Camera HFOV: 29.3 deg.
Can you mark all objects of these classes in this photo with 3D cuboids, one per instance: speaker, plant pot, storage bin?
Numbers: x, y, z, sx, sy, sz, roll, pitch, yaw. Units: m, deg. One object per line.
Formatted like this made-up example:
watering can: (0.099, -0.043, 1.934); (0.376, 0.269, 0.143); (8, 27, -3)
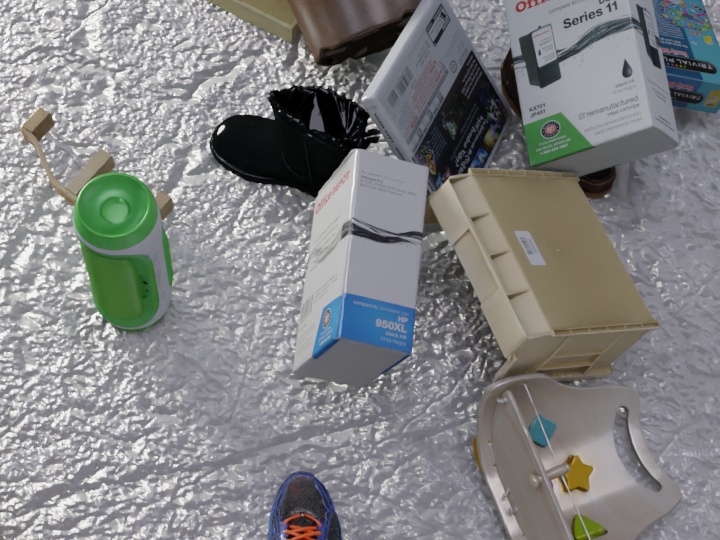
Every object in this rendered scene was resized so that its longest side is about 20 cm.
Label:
speaker: (-0.235, -0.014, 1.374); (0.087, 0.201, 0.089); (1, 62, -3)
plant pot: (-0.016, -0.350, 1.557); (0.199, 0.200, 0.200); (-20, 89, -13)
storage bin: (0.174, 0.005, 1.398); (0.197, 0.094, 0.201); (-2, 57, -41)

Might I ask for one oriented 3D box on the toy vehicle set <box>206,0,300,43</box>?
toy vehicle set: (-0.085, -0.378, 1.673); (0.124, 0.027, 0.201); (28, 64, 11)

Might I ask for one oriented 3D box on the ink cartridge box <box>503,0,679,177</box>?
ink cartridge box: (0.243, -0.214, 1.468); (0.146, 0.083, 0.202); (-17, 70, 30)

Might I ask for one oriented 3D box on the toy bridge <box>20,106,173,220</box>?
toy bridge: (-0.298, -0.101, 1.515); (0.199, 0.027, 0.067); (35, 68, 14)

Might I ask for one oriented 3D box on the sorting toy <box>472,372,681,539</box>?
sorting toy: (0.222, 0.195, 1.353); (0.179, 0.107, 0.202); (-15, 72, -22)

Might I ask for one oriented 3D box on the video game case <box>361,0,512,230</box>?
video game case: (0.087, -0.174, 1.487); (0.023, 0.182, 0.201); (-11, 36, 38)

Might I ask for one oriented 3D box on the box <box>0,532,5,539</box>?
box: (-0.350, 0.267, 1.215); (0.094, 0.201, 0.078); (-29, 40, -19)

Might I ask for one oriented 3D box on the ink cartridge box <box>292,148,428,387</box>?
ink cartridge box: (0.000, 0.000, 1.391); (0.083, 0.145, 0.202); (12, 69, -16)

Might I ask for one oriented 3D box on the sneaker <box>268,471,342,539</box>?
sneaker: (-0.051, 0.284, 1.297); (0.074, 0.079, 0.202); (-1, 62, -4)

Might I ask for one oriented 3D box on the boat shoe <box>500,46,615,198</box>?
boat shoe: (0.222, -0.173, 1.560); (0.070, 0.070, 0.201); (-28, 68, -18)

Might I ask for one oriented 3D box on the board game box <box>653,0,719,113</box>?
board game box: (0.333, -0.280, 1.595); (0.149, 0.047, 0.201); (7, 51, -19)

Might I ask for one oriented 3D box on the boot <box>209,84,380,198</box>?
boot: (-0.076, -0.144, 1.471); (0.197, 0.163, 0.074); (22, 71, 9)
